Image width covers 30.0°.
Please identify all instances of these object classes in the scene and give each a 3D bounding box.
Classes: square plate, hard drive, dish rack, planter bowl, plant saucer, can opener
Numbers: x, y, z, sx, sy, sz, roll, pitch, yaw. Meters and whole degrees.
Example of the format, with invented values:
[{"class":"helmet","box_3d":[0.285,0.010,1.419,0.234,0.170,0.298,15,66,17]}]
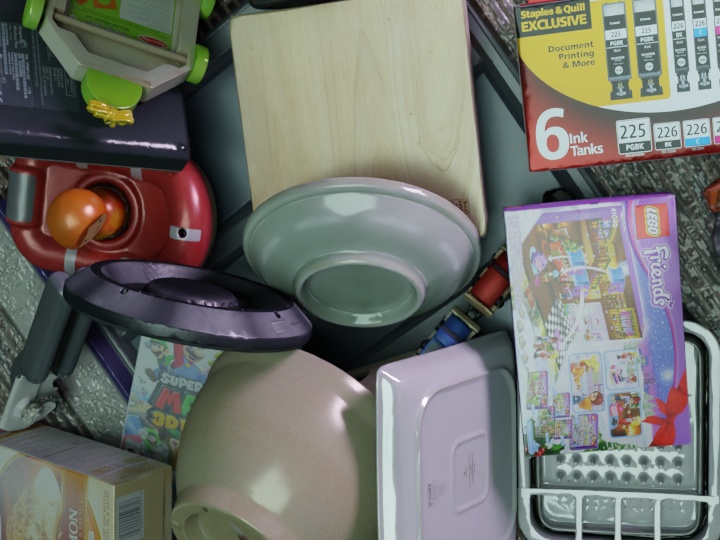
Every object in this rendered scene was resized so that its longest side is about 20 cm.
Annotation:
[{"class":"square plate","box_3d":[0.078,0.162,1.080,0.028,0.197,0.203,3,98,35]},{"class":"hard drive","box_3d":[-0.242,-0.156,1.108,0.033,0.197,0.141,-43,51,52]},{"class":"dish rack","box_3d":[0.219,0.137,1.136,0.169,0.044,0.203,0,100,14]},{"class":"planter bowl","box_3d":[-0.070,0.176,1.075,0.198,0.135,0.202,22,141,18]},{"class":"plant saucer","box_3d":[0.000,0.000,1.093,0.197,0.201,0.051,-4,58,14]},{"class":"can opener","box_3d":[-0.284,0.070,1.198,0.067,0.052,0.201,52,132,24]}]

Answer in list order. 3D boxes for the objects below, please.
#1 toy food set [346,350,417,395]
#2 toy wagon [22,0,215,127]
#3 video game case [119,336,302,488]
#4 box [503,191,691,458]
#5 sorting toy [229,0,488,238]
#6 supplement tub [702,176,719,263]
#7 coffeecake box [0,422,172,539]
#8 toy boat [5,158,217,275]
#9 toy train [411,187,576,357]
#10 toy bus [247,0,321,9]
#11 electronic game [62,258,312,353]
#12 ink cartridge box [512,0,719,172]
[{"class":"toy food set","box_3d":[0.023,0.185,1.190,0.142,0.060,0.203,-18,94,27]},{"class":"toy wagon","box_3d":[-0.200,-0.200,1.109,0.153,0.203,0.040,16,149,-22]},{"class":"video game case","box_3d":[-0.138,0.121,1.196,0.141,0.018,0.202,23,124,9]},{"class":"box","box_3d":[0.190,0.044,1.079,0.135,0.039,0.203,-5,98,6]},{"class":"sorting toy","box_3d":[0.004,-0.124,1.128,0.196,0.070,0.203,-5,99,14]},{"class":"supplement tub","box_3d":[0.353,0.005,1.041,0.122,0.123,0.202,-29,93,16]},{"class":"coffeecake box","box_3d":[-0.263,0.236,1.213,0.198,0.073,0.156,9,103,38]},{"class":"toy boat","box_3d":[-0.226,-0.049,1.163,0.197,0.131,0.133,11,102,11]},{"class":"toy train","box_3d":[0.112,0.012,1.119,0.034,0.046,0.201,39,93,3]},{"class":"toy bus","box_3d":[-0.011,-0.283,1.044,0.189,0.200,0.138,-4,96,6]},{"class":"electronic game","box_3d":[-0.135,0.029,1.057,0.197,0.200,0.042,13,99,11]},{"class":"ink cartridge box","box_3d":[0.225,-0.178,1.060,0.197,0.084,0.178,-5,98,15]}]
